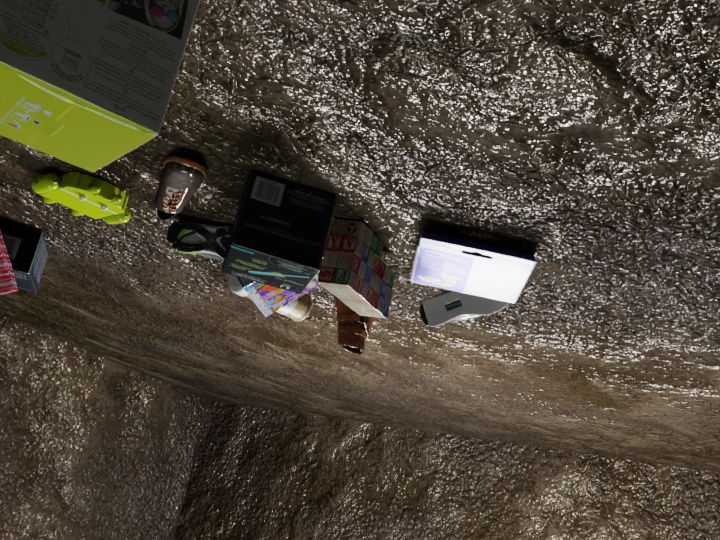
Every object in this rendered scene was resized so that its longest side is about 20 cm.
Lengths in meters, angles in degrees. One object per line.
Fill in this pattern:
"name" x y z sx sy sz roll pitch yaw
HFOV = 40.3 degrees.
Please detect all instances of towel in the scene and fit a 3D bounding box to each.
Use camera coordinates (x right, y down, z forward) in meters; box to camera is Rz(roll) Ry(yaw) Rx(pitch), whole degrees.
"towel" -0.842 -0.033 2.134 0.143 0.201 0.023 -11 -160 1

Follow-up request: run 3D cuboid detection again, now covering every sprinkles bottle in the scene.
"sprinkles bottle" -0.194 0.049 2.129 0.068 0.069 0.200 -2 158 42

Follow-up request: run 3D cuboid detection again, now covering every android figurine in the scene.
"android figurine" -0.513 -0.136 1.824 0.181 0.041 0.199 27 160 -39

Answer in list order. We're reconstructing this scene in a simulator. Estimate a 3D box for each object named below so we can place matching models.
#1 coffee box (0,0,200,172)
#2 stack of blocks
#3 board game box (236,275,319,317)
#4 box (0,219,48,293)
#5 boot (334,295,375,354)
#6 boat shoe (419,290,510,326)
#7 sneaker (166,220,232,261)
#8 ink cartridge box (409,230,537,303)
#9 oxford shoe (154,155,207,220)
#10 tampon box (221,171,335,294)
"coffee box" -0.311 -0.244 1.026 0.199 0.199 0.199 23 161 -30
"stack of blocks" 0.000 0.000 1.735 0.058 0.116 0.200 6 163 23
"board game box" -0.156 0.012 1.881 0.134 0.045 0.200 -31 161 -3
"box" -0.812 -0.036 2.262 0.147 0.108 0.200 16 162 -10
"boot" -0.032 0.069 1.916 0.076 0.156 0.200 4 161 28
"boat shoe" 0.213 0.050 1.845 0.199 0.075 0.093 -16 -177 34
"sneaker" -0.265 -0.052 1.878 0.198 0.074 0.081 15 178 6
"ink cartridge box" 0.190 -0.013 1.664 0.197 0.044 0.200 12 159 2
"oxford shoe" -0.298 -0.132 1.607 0.071 0.073 0.200 17 163 -13
"tampon box" -0.139 -0.057 1.635 0.149 0.127 0.200 16 164 -9
